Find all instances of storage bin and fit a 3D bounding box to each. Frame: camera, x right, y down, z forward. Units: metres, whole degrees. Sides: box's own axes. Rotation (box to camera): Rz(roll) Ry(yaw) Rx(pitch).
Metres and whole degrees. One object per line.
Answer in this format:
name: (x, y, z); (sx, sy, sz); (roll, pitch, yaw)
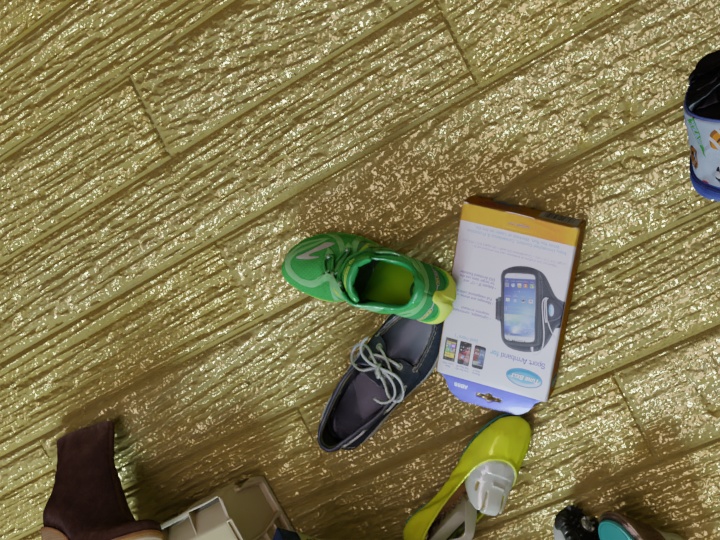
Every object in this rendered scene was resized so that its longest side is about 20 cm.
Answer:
storage bin: (-0.161, 0.360, 1.353); (0.198, 0.094, 0.201); (-30, 90, 26)

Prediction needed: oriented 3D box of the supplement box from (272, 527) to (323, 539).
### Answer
supplement box: (-0.013, 0.396, 1.210); (0.197, 0.134, 0.203); (17, 91, -12)

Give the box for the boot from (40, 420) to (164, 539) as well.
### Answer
boot: (-0.289, 0.247, 1.340); (0.198, 0.072, 0.169); (-21, 58, 37)

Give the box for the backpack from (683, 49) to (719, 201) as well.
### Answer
backpack: (0.361, -0.117, 0.980); (0.188, 0.200, 0.156); (7, 119, 23)

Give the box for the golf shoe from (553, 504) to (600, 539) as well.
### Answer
golf shoe: (0.231, 0.335, 1.198); (0.087, 0.077, 0.202); (-27, 92, 32)

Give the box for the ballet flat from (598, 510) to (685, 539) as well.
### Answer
ballet flat: (0.300, 0.304, 1.165); (0.202, 0.072, 0.068); (60, 152, -5)

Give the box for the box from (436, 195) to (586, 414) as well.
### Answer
box: (0.144, 0.038, 1.177); (0.117, 0.041, 0.203); (14, 111, 18)

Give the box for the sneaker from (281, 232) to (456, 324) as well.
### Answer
sneaker: (0.000, 0.000, 1.186); (0.197, 0.083, 0.075); (11, 85, 33)

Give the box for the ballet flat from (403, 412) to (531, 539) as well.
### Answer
ballet flat: (0.113, 0.234, 1.219); (0.066, 0.067, 0.201); (25, 118, -23)

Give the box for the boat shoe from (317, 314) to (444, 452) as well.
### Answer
boat shoe: (0.019, 0.107, 1.231); (0.075, 0.062, 0.201); (45, 114, 12)
